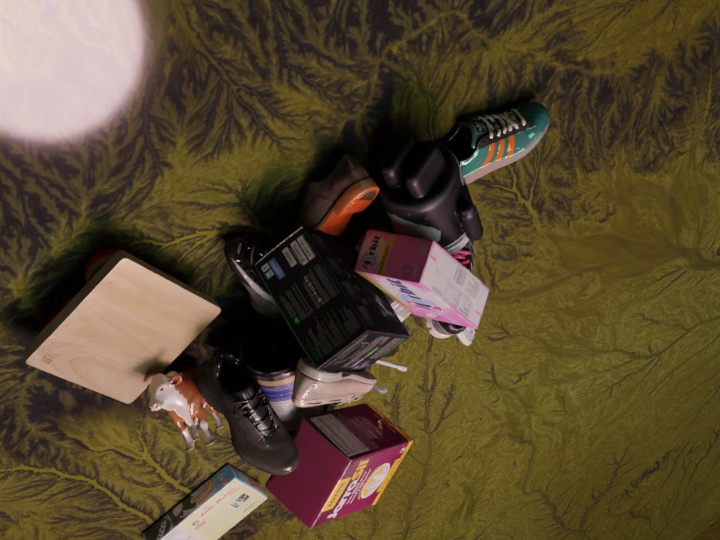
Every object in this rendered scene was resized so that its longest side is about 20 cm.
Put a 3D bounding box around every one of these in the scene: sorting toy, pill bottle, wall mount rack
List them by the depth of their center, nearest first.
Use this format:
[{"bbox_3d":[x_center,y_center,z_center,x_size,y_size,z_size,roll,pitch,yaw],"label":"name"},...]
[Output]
[{"bbox_3d":[-0.330,0.066,1.522,0.199,0.070,0.200,-44,140,10],"label":"sorting toy"},{"bbox_3d":[-0.109,0.179,1.651,0.111,0.112,0.201,-24,135,-14],"label":"pill bottle"},{"bbox_3d":[0.002,0.210,1.842,0.201,0.074,0.174,-55,175,15],"label":"wall mount rack"}]

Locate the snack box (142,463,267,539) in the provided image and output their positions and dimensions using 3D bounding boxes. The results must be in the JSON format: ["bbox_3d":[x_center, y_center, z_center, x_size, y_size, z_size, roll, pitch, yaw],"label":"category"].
[{"bbox_3d":[-0.273,0.433,1.958,0.199,0.037,0.116,-39,142,4],"label":"snack box"}]

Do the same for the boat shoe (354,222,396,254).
[{"bbox_3d":[0.000,0.000,1.704,0.068,0.072,0.201,-37,165,-52],"label":"boat shoe"}]

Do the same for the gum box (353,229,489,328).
[{"bbox_3d":[0.094,0.016,1.598,0.200,0.113,0.067,37,69,-51],"label":"gum box"}]

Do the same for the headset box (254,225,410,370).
[{"bbox_3d":[-0.033,0.044,1.563,0.092,0.175,0.200,-36,164,14],"label":"headset box"}]

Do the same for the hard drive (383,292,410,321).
[{"bbox_3d":[0.017,0.083,1.755,0.139,0.038,0.200,-40,167,4],"label":"hard drive"}]

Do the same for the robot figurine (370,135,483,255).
[{"bbox_3d":[0.093,-0.100,1.582,0.124,0.151,0.200,-22,144,5],"label":"robot figurine"}]

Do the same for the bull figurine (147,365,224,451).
[{"bbox_3d":[-0.253,0.195,1.619,0.065,0.123,0.200,-20,-177,6],"label":"bull figurine"}]

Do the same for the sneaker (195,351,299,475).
[{"bbox_3d":[-0.155,0.199,1.548,0.076,0.200,0.091,-38,174,-30],"label":"sneaker"}]

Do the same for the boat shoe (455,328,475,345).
[{"bbox_3d":[0.161,0.053,1.873,0.064,0.075,0.203,-33,133,-3],"label":"boat shoe"}]

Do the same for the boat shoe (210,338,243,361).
[{"bbox_3d":[-0.135,0.116,1.714,0.198,0.074,0.061,-2,124,-29],"label":"boat shoe"}]

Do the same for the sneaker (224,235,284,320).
[{"bbox_3d":[-0.144,0.023,1.614,0.079,0.075,0.200,-11,143,25],"label":"sneaker"}]

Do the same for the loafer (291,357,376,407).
[{"bbox_3d":[-0.043,0.163,1.585,0.063,0.071,0.200,-65,154,4],"label":"loafer"}]

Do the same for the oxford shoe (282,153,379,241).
[{"bbox_3d":[-0.055,-0.087,1.583,0.200,0.073,0.071,-40,164,33],"label":"oxford shoe"}]

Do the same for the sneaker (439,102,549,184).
[{"bbox_3d":[0.191,-0.197,1.642,0.199,0.072,0.080,-32,146,-2],"label":"sneaker"}]

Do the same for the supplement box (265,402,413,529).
[{"bbox_3d":[-0.028,0.287,1.661,0.199,0.103,0.132,-2,126,-60],"label":"supplement box"}]

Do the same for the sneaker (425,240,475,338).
[{"bbox_3d":[0.153,0.012,1.756,0.073,0.087,0.202,8,92,-20],"label":"sneaker"}]
